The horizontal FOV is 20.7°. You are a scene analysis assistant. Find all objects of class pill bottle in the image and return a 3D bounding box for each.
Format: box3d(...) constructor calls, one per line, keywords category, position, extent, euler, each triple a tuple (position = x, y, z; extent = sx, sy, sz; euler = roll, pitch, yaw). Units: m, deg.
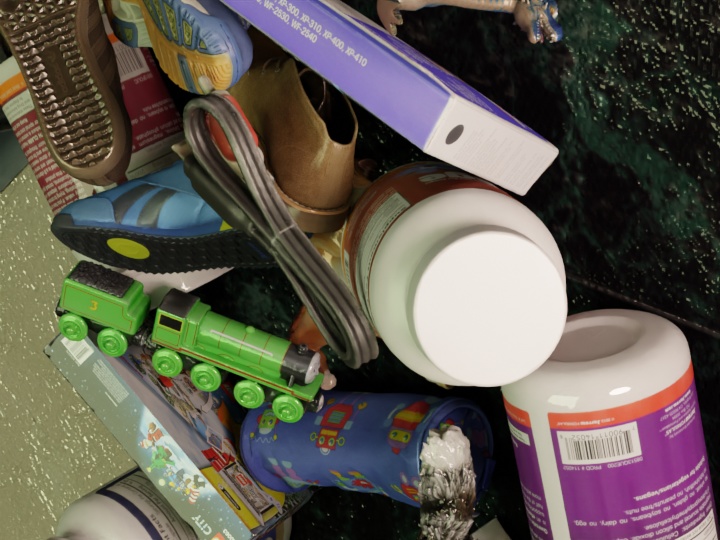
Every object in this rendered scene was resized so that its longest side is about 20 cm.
box3d(category="pill bottle", position=(0.055, 0.003, 1.138), extent=(0.200, 0.112, 0.113), euler=(-129, 20, -77))
box3d(category="pill bottle", position=(0.153, 0.132, 1.175), extent=(0.112, 0.112, 0.201), euler=(9, 119, 45))
box3d(category="pill bottle", position=(-0.173, -0.073, 1.412), extent=(0.114, 0.114, 0.201), euler=(-21, 96, 51))
box3d(category="pill bottle", position=(-0.160, 0.210, 1.498), extent=(0.120, 0.200, 0.120), euler=(27, 130, 36))

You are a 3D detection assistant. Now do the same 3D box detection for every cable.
box3d(category="cable", position=(-0.045, -0.036, 1.152), extent=(0.200, 0.050, 0.097), euler=(45, 150, 24))

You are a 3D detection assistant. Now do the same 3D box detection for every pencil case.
box3d(category="pencil case", position=(0.008, 0.123, 1.361), extent=(0.200, 0.078, 0.087), euler=(1, 152, 47))

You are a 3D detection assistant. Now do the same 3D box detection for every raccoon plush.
box3d(category="raccoon plush", position=(0.091, 0.206, 1.203), extent=(0.134, 0.097, 0.201), euler=(10, 118, 23))

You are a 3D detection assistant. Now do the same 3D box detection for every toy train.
box3d(category="toy train", position=(-0.115, 0.046, 1.351), extent=(0.199, 0.042, 0.057), euler=(20, 124, 7))

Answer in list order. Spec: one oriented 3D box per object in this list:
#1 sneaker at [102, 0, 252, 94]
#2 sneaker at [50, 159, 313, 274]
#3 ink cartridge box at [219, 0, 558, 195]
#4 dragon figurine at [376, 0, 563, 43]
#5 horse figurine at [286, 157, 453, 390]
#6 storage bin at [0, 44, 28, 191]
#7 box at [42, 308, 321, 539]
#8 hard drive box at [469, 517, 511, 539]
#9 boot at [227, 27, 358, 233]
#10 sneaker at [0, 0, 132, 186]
box3d(category="sneaker", position=(-0.100, -0.172, 1.259), extent=(0.200, 0.088, 0.076), euler=(42, 147, 56))
box3d(category="sneaker", position=(-0.113, -0.045, 1.315), extent=(0.199, 0.079, 0.066), euler=(-3, 154, 28))
box3d(category="ink cartridge box", position=(-0.003, -0.125, 1.141), extent=(0.198, 0.200, 0.043), euler=(38, 97, 27))
box3d(category="dragon figurine", position=(0.039, -0.184, 1.147), extent=(0.200, 0.099, 0.059), euler=(42, 132, 43))
box3d(category="horse figurine", position=(0.000, 0.000, 1.316), extent=(0.132, 0.050, 0.201), euler=(21, 129, 37))
box3d(category="storage bin", position=(-0.355, -0.125, 1.576), extent=(0.200, 0.145, 0.135), euler=(-37, 73, 51))
box3d(category="box", position=(-0.126, 0.110, 1.439), extent=(0.038, 0.137, 0.200), euler=(-43, 83, 20))
box3d(category="hard drive box", position=(0.079, 0.294, 1.317), extent=(0.200, 0.156, 0.077), euler=(54, 146, 8))
box3d(category="boot", position=(-0.043, -0.111, 1.250), extent=(0.200, 0.073, 0.076), euler=(-119, 39, -48))
box3d(category="sneaker", position=(-0.200, -0.150, 1.318), extent=(0.076, 0.070, 0.201), euler=(66, -170, -80))
